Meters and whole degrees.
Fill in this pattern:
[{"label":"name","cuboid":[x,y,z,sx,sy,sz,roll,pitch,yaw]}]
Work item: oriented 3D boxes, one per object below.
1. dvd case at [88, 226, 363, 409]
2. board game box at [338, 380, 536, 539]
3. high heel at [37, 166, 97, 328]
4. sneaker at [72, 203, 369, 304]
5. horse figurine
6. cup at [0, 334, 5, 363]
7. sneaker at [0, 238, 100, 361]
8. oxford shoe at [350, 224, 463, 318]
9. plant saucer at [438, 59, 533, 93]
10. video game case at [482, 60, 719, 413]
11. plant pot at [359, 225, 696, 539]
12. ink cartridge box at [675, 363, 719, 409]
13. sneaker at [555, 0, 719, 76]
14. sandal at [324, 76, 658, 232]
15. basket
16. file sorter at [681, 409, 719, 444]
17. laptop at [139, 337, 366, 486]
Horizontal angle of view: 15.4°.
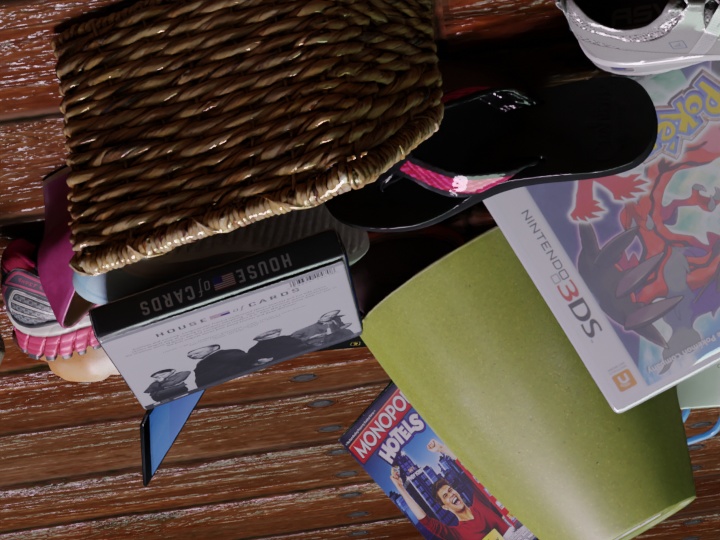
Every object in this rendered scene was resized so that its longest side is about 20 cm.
[{"label":"dvd case","cuboid":[-0.075,0.031,1.591,0.150,0.025,0.200,-19,165,-2]},{"label":"board game box","cuboid":[0.083,0.090,1.876,0.200,0.200,0.062,-47,170,38]},{"label":"high heel","cuboid":[-0.129,-0.037,1.612,0.199,0.096,0.067,-22,156,38]},{"label":"sneaker","cuboid":[-0.088,-0.014,1.597,0.199,0.074,0.082,1,151,-40]},{"label":"horse figurine","cuboid":[-0.156,0.041,1.829,0.199,0.050,0.133,-5,-165,12]},{"label":"cup","cuboid":[-0.314,0.053,1.709,0.143,0.201,0.200,-35,159,2]},{"label":"sneaker","cuboid":[-0.139,-0.004,1.754,0.199,0.075,0.081,-18,-155,-2]},{"label":"oxford shoe","cuboid":[0.000,0.000,1.766,0.071,0.073,0.200,4,-177,37]},{"label":"plant saucer","cuboid":[0.025,-0.084,1.632,0.199,0.035,0.200,-7,161,-2]},{"label":"video game case","cuboid":[0.186,-0.037,1.532,0.199,0.183,0.023,-29,-169,18]},{"label":"plant pot","cuboid":[0.126,0.081,1.710,0.186,0.201,0.187,-28,170,-6]},{"label":"ink cartridge box","cuboid":[0.259,0.040,1.773,0.116,0.068,0.200,-5,-165,4]},{"label":"sneaker","cuboid":[0.199,-0.150,1.433,0.199,0.075,0.082,-16,161,27]},{"label":"sandal","cuboid":[0.067,-0.073,1.503,0.199,0.076,0.045,-12,163,19]},{"label":"basket","cuboid":[-0.053,-0.072,1.455,0.199,0.150,0.143,-18,158,28]},{"label":"file sorter","cuboid":[0.163,0.067,1.992,0.138,0.123,0.199,-23,156,38]},{"label":"laptop","cuboid":[-0.067,0.079,1.969,0.199,0.104,0.177,-5,162,-6]}]
